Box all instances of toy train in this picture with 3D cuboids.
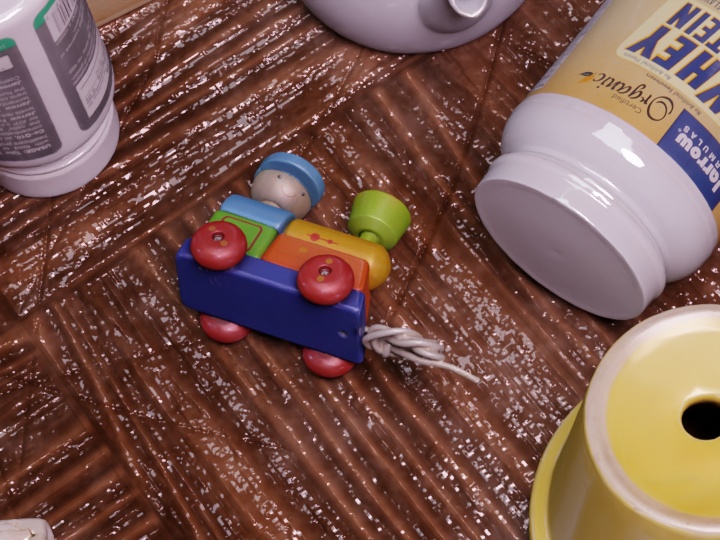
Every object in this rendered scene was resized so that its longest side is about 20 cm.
[{"bbox_3d":[0.000,0.000,1.314,0.200,0.085,0.116,17,52,17],"label":"toy train"}]

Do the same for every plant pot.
[{"bbox_3d":[0.186,0.115,1.155,0.201,0.189,0.201,-4,60,7],"label":"plant pot"}]

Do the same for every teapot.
[{"bbox_3d":[0.031,-0.249,1.395,0.200,0.146,0.197,23,70,16],"label":"teapot"}]

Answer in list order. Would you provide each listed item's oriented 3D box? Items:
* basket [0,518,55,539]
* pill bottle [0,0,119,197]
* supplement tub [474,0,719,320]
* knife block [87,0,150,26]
[{"bbox_3d":[-0.250,0.222,1.181,0.200,0.136,0.123,-7,48,3],"label":"basket"},{"bbox_3d":[-0.217,-0.134,1.343,0.113,0.200,0.113,-3,61,6],"label":"pill bottle"},{"bbox_3d":[0.174,-0.084,1.291,0.144,0.144,0.200,31,70,22],"label":"supplement tub"},{"bbox_3d":[-0.187,-0.197,1.453,0.200,0.064,0.176,13,64,14],"label":"knife block"}]
